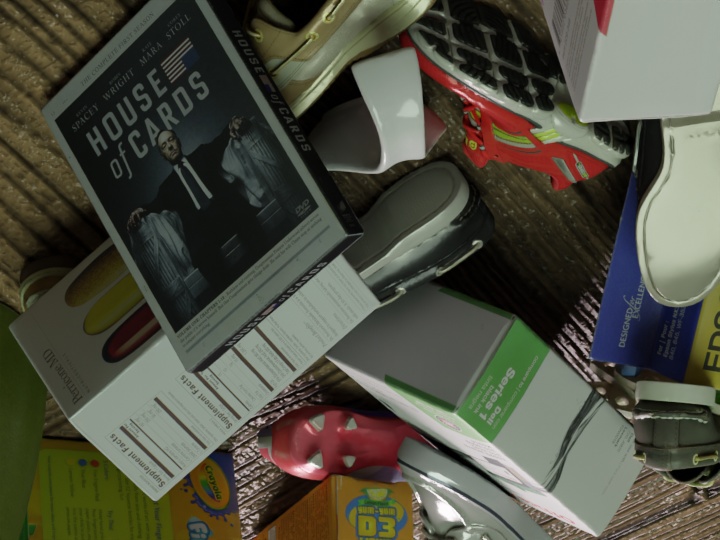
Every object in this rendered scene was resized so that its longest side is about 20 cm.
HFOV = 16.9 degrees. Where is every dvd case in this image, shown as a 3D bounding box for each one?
[{"bbox_3d":[-0.100,-0.062,1.484,0.150,0.201,0.025,-40,163,29],"label":"dvd case"}]

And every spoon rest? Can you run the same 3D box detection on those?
[{"bbox_3d":[0.012,-0.086,1.517,0.099,0.061,0.200,-17,173,-6],"label":"spoon rest"}]

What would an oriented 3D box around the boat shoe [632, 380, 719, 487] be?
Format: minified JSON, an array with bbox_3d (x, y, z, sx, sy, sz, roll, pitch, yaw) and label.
[{"bbox_3d":[0.223,0.118,1.680,0.071,0.061,0.202,3,170,15],"label":"boat shoe"}]

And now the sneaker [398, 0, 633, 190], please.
[{"bbox_3d":[0.090,-0.103,1.563,0.199,0.077,0.085,29,130,-36],"label":"sneaker"}]

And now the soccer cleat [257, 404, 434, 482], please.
[{"bbox_3d":[0.018,0.136,1.830,0.199,0.067,0.076,9,173,-33],"label":"soccer cleat"}]

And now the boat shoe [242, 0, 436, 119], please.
[{"bbox_3d":[-0.037,-0.149,1.493,0.200,0.074,0.066,-38,119,25],"label":"boat shoe"}]

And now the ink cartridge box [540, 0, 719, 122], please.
[{"bbox_3d":[0.149,-0.204,1.366,0.085,0.201,0.148,-3,138,-10],"label":"ink cartridge box"}]

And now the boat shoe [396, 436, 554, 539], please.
[{"bbox_3d":[0.077,0.187,1.787,0.066,0.072,0.200,-57,143,-9],"label":"boat shoe"}]

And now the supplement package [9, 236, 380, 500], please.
[{"bbox_3d":[-0.109,0.030,1.586,0.200,0.114,0.110,-41,135,-1],"label":"supplement package"}]

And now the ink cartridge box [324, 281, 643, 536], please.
[{"bbox_3d":[0.094,0.093,1.715,0.200,0.146,0.085,42,76,-41],"label":"ink cartridge box"}]

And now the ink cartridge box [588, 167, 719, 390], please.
[{"bbox_3d":[0.271,-0.015,1.643,0.198,0.047,0.199,8,99,-23],"label":"ink cartridge box"}]

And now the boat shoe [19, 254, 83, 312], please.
[{"bbox_3d":[-0.188,0.078,1.699,0.071,0.077,0.200,-19,138,9],"label":"boat shoe"}]

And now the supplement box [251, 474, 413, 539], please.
[{"bbox_3d":[-0.024,0.213,1.843,0.066,0.069,0.200,7,155,-19],"label":"supplement box"}]

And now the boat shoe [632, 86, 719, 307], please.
[{"bbox_3d":[0.213,-0.076,1.580,0.072,0.063,0.202,-2,115,-2],"label":"boat shoe"}]

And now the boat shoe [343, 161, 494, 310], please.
[{"bbox_3d":[0.000,0.000,1.661,0.199,0.074,0.060,-34,130,12],"label":"boat shoe"}]

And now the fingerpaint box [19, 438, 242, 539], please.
[{"bbox_3d":[-0.169,0.228,1.775,0.165,0.201,0.074,5,138,-18],"label":"fingerpaint box"}]

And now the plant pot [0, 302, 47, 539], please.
[{"bbox_3d":[-0.300,0.147,1.658,0.185,0.201,0.188,-6,139,-5],"label":"plant pot"}]

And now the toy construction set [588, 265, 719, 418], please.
[{"bbox_3d":[0.230,0.044,1.739,0.130,0.093,0.201,-11,144,-17],"label":"toy construction set"}]
